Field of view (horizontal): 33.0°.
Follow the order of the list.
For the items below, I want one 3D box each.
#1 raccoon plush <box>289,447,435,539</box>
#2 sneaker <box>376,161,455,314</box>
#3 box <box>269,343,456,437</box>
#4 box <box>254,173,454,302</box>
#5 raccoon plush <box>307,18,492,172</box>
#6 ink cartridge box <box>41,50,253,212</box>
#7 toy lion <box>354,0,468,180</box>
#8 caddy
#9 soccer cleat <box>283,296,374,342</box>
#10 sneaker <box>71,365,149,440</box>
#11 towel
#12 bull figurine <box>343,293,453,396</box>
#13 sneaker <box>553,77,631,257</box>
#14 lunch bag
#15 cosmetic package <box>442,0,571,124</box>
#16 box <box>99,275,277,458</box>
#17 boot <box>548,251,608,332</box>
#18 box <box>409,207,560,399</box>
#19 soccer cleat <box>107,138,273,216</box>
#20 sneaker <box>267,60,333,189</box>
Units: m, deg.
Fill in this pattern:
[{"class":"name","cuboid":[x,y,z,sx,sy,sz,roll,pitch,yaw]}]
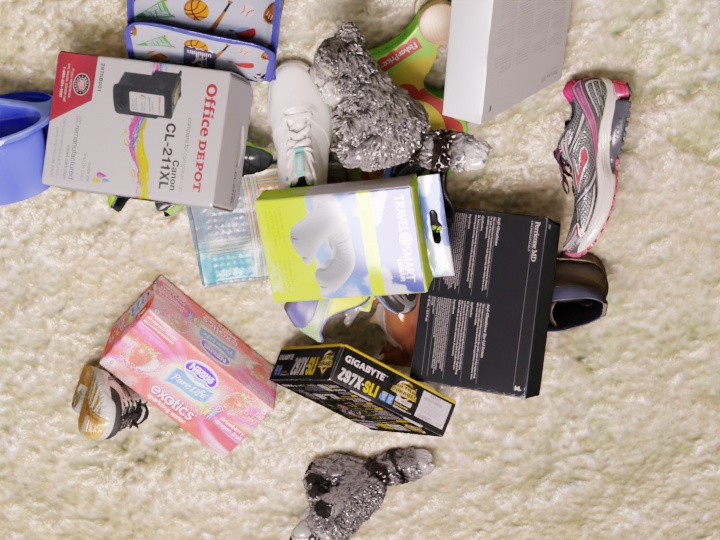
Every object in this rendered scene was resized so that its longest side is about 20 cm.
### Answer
[{"class":"raccoon plush","cuboid":[0.004,0.318,1.579,0.197,0.097,0.135,-5,124,1]},{"class":"sneaker","cuboid":[0.058,-0.047,1.342,0.070,0.082,0.203,-1,106,-44]},{"class":"box","cuboid":[-0.002,0.142,1.438,0.158,0.200,0.050,26,75,-20]},{"class":"box","cuboid":[-0.006,-0.033,1.307,0.197,0.048,0.124,-5,110,15]},{"class":"raccoon plush","cuboid":[0.039,-0.184,1.250,0.197,0.097,0.135,2,130,14]},{"class":"ink cartridge box","cuboid":[-0.228,-0.150,1.312,0.197,0.083,0.148,8,90,11]},{"class":"toy lion","cuboid":[0.059,-0.187,1.361,0.199,0.069,0.192,-31,119,14]},{"class":"caddy","cuboid":[-0.423,-0.142,1.335,0.197,0.142,0.106,-9,121,4]},{"class":"soccer cleat","cuboid":[0.000,0.000,1.408,0.200,0.065,0.084,-42,90,-7]},{"class":"sneaker","cuboid":[-0.292,0.160,1.460,0.087,0.200,0.077,20,92,-18]},{"class":"towel","cuboid":[-0.106,-0.057,1.441,0.197,0.022,0.148,-7,116,3]},{"class":"bull figurine","cuboid":[0.048,0.073,1.474,0.120,0.065,0.202,-20,109,1]},{"class":"sneaker","cuboid":[0.252,-0.116,1.372,0.074,0.081,0.203,8,93,2]},{"class":"lunch bag","cuboid":[-0.160,-0.294,1.275,0.167,0.125,0.202,9,131,-5]},{"class":"cosmetic package","cuboid":[0.156,-0.252,1.252,0.051,0.199,0.153,16,118,29]},{"class":"box","cuboid":[-0.205,0.118,1.484,0.200,0.095,0.103,42,108,-18]},{"class":"boot","cuboid":[0.198,0.024,1.436,0.197,0.097,0.076,-6,117,3]},{"class":"box","cuboid":[0.144,0.035,1.387,0.139,0.079,0.203,8,91,24]},{"class":"soccer cleat","cuboid":[-0.194,-0.104,1.377,0.197,0.068,0.082,-4,76,10]},{"class":"sneaker","cuboid":[-0.065,-0.131,1.356,0.074,0.089,0.203,-5,103,2]}]
